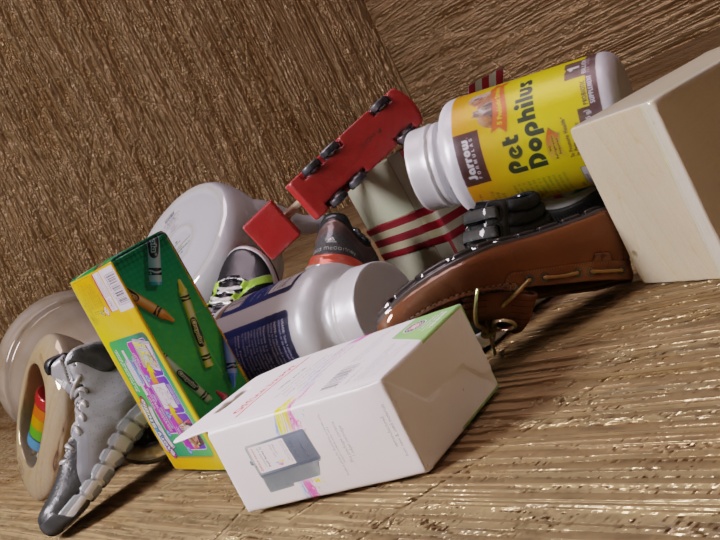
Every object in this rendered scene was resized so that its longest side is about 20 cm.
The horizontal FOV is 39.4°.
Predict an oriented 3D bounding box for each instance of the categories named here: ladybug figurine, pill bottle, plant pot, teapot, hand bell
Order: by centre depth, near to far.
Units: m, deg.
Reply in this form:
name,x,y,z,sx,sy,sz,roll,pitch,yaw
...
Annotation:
name,x,y,z,sx,sy,sz,roll,pitch,yaw
pill bottle,0.144,-0.116,0.900,0.199,0.110,0.109,-15,11,25
pill bottle,-0.043,0.058,0.908,0.199,0.111,0.111,-21,9,43
ladybug figurine,-0.322,0.161,1.090,0.072,0.201,0.136,1,31,-35
hand bell,-0.244,0.165,1.090,0.104,0.104,0.200,-30,-4,-22
teapot,-0.163,0.007,1.183,0.199,0.146,0.198,-9,57,44
plant pot,-0.331,0.136,1.244,0.199,0.201,0.173,-31,24,-26

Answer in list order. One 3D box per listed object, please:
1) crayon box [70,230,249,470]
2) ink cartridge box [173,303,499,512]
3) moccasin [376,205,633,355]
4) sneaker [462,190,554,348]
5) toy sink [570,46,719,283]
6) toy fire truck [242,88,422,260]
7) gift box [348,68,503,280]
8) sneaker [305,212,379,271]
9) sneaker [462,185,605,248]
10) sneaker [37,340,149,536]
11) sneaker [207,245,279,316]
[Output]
name,x,y,z,sx,sy,sz,roll,pitch,yaw
crayon box,-0.164,0.075,0.871,0.058,0.201,0.119,-33,9,-32
ink cartridge box,-0.020,0.099,0.688,0.199,0.068,0.117,-21,9,37
moccasin,0.108,0.017,0.745,0.200,0.078,0.074,-17,-9,-18
sneaker,0.095,0.002,0.835,0.200,0.100,0.071,-33,11,-31
toy sink,0.276,-0.095,0.725,0.199,0.131,0.112,-31,7,-18
toy fire truck,-0.030,-0.096,1.021,0.200,0.049,0.141,-44,6,-7
gift box,0.119,-0.091,1.088,0.200,0.185,0.187,-37,8,-22
sneaker,0.000,0.000,1.020,0.077,0.082,0.200,0,-20,11
sneaker,0.199,-0.074,0.971,0.199,0.084,0.121,-16,26,25
sneaker,-0.265,0.140,0.945,0.200,0.115,0.075,-56,8,-31
sneaker,-0.132,0.056,1.006,0.071,0.201,0.083,-10,-30,25
